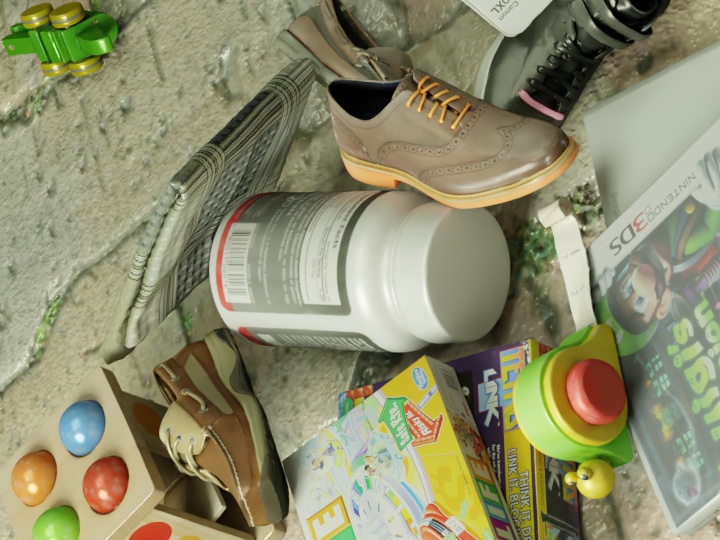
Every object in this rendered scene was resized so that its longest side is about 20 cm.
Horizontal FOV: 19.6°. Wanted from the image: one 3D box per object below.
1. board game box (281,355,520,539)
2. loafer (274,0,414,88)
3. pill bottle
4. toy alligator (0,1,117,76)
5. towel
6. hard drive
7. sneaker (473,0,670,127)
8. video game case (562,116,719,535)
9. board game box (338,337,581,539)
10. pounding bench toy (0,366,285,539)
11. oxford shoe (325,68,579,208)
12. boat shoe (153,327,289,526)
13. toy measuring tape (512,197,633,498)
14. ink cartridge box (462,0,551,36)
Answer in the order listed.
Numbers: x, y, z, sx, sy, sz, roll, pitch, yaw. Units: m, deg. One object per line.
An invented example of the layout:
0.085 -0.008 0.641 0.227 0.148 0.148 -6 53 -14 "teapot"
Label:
0.032 0.174 1.346 0.134 0.034 0.200 -38 51 23 "board game box"
0.006 -0.152 1.566 0.063 0.072 0.200 -52 43 2 "loafer"
0.000 0.000 1.471 0.200 0.114 0.114 1 73 41 "pill bottle"
-0.273 -0.209 1.849 0.200 0.059 0.054 5 34 44 "toy alligator"
-0.108 -0.039 1.523 0.035 0.193 0.200 33 133 6 "towel"
0.243 -0.089 1.355 0.200 0.026 0.132 -27 56 30 "hard drive"
0.144 -0.152 1.421 0.200 0.071 0.099 -64 23 -5 "sneaker"
0.215 0.032 1.281 0.182 0.023 0.200 -48 51 40 "video game case"
0.064 0.162 1.386 0.165 0.057 0.200 -17 61 34 "board game box"
-0.192 0.193 1.529 0.200 0.156 0.124 -46 49 18 "pounding bench toy"
0.054 -0.092 1.396 0.200 0.073 0.071 7 48 40 "oxford shoe"
-0.101 0.116 1.459 0.074 0.076 0.200 -19 30 -6 "boat shoe"
0.125 0.048 1.326 0.073 0.074 0.200 -22 69 33 "toy measuring tape"
0.105 -0.271 1.468 0.145 0.083 0.200 -48 25 14 "ink cartridge box"
